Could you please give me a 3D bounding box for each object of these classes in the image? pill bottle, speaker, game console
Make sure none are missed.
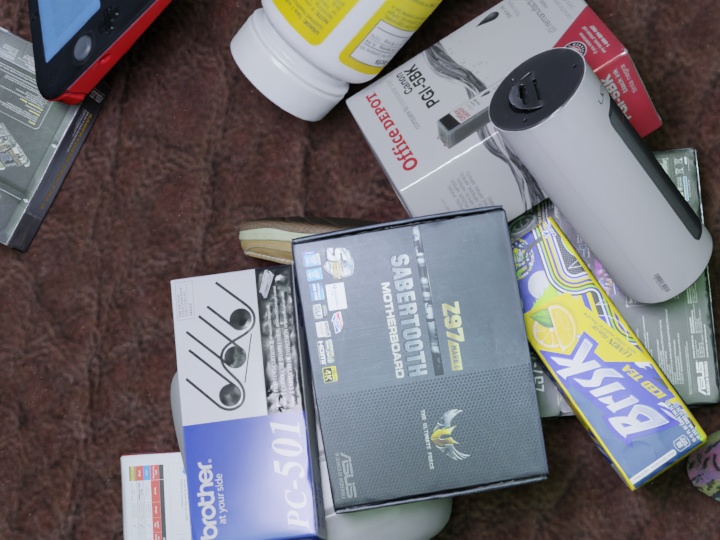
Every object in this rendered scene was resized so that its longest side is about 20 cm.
[{"bbox_3d":[-0.003,-0.217,1.430,0.114,0.114,0.200,47,113,10],"label":"pill bottle"},{"bbox_3d":[0.174,-0.067,1.352,0.081,0.081,0.200,-41,123,1],"label":"speaker"},{"bbox_3d":[-0.206,-0.246,1.479,0.177,0.031,0.200,-42,46,35],"label":"game console"}]

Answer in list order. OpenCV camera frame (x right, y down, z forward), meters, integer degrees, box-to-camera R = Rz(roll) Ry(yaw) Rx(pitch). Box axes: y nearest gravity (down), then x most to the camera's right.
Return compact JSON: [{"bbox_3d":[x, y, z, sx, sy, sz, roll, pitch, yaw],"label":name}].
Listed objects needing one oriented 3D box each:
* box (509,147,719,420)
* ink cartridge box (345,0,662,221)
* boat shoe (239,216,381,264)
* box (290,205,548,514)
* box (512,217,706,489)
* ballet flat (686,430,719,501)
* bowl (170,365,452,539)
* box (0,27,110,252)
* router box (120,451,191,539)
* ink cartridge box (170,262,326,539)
[{"bbox_3d":[0.192,0.012,1.461,0.160,0.044,0.201,-6,83,7],"label":"box"},{"bbox_3d":[0.106,-0.121,1.434,0.200,0.083,0.147,-32,39,3],"label":"ink cartridge box"},{"bbox_3d":[0.000,0.000,1.481,0.199,0.072,0.076,6,100,10],"label":"boat shoe"},{"bbox_3d":[0.042,0.063,1.343,0.157,0.051,0.201,-8,89,-2],"label":"box"},{"bbox_3d":[0.173,0.063,1.396,0.070,0.064,0.200,-35,81,3],"label":"box"},{"bbox_3d":[0.348,0.152,1.410,0.199,0.071,0.069,7,85,9],"label":"ballet flat"},{"bbox_3d":[-0.041,0.130,1.416,0.199,0.075,0.200,-18,76,2],"label":"bowl"},{"bbox_3d":[-0.331,-0.130,1.547,0.200,0.048,0.159,26,88,9],"label":"box"},{"bbox_3d":[-0.093,0.240,1.471,0.179,0.049,0.201,-4,83,7],"label":"router box"},{"bbox_3d":[-0.082,0.101,1.366,0.094,0.044,0.201,-8,76,7],"label":"ink cartridge box"}]
